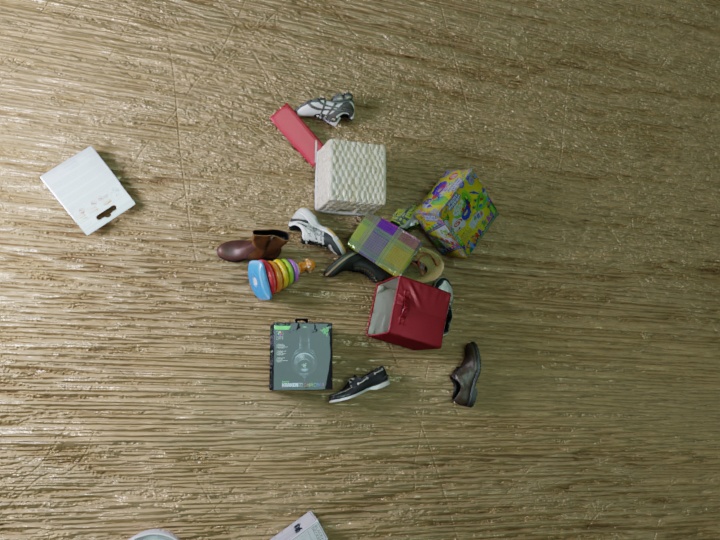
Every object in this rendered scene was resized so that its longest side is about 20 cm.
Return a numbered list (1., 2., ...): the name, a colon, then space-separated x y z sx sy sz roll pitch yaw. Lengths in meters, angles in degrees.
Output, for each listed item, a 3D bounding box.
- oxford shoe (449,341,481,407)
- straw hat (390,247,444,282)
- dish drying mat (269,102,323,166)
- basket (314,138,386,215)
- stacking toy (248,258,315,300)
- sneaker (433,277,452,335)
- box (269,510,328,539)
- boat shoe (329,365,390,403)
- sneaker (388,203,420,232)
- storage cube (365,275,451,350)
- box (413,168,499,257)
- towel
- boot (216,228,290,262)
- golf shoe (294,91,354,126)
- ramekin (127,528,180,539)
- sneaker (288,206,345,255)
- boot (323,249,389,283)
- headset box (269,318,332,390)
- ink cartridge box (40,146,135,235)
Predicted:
1. oxford shoe: 0.326 0.319 1.720 0.083 0.073 0.202 14 75 -11
2. straw hat: 0.162 0.012 1.719 0.198 0.086 0.202 5 37 -3
3. dish drying mat: -0.190 -0.425 1.728 0.077 0.018 0.200 -44 102 -10
4. basket: -0.028 -0.283 1.680 0.196 0.161 0.203 3 83 -18
5. stacking toy: -0.220 0.004 1.615 0.198 0.109 0.117 -19 100 -30
6. sneaker: 0.264 0.117 1.726 0.075 0.088 0.202 11 75 -12
7. box: -0.192 0.733 1.460 0.199 0.117 0.061 -30 88 -20
8. boat shoe: -0.007 0.336 1.617 0.198 0.074 0.061 -16 84 -22
9. sneaker: 0.117 -0.150 1.756 0.199 0.075 0.077 -24 78 -32
10. storage cube: 0.142 0.133 1.639 0.178 0.200 0.173 18 74 -18
11. box: 0.307 -0.182 1.753 0.200 0.121 0.193 -50 120 -19
12. towel: 0.073 -0.077 1.655 0.199 0.023 0.144 31 69 9
13. boot: -0.305 -0.070 1.542 0.186 0.200 0.069 9 76 -15
14. golf shoe: -0.112 -0.502 1.752 0.198 0.078 0.096 -14 98 -7
15. ramekin: -0.522 0.746 1.366 0.198 0.105 0.203 4 77 -16
16. sneaker: -0.134 -0.099 1.663 0.200 0.076 0.088 41 76 14
17. boot: 0.000 0.000 1.689 0.199 0.077 0.139 -33 94 -19
18. headset box: -0.170 0.240 1.577 0.172 0.093 0.203 3 78 -16
19. ink cartridge box: -0.751 -0.218 1.527 0.160 0.047 0.201 -39 97 -20
